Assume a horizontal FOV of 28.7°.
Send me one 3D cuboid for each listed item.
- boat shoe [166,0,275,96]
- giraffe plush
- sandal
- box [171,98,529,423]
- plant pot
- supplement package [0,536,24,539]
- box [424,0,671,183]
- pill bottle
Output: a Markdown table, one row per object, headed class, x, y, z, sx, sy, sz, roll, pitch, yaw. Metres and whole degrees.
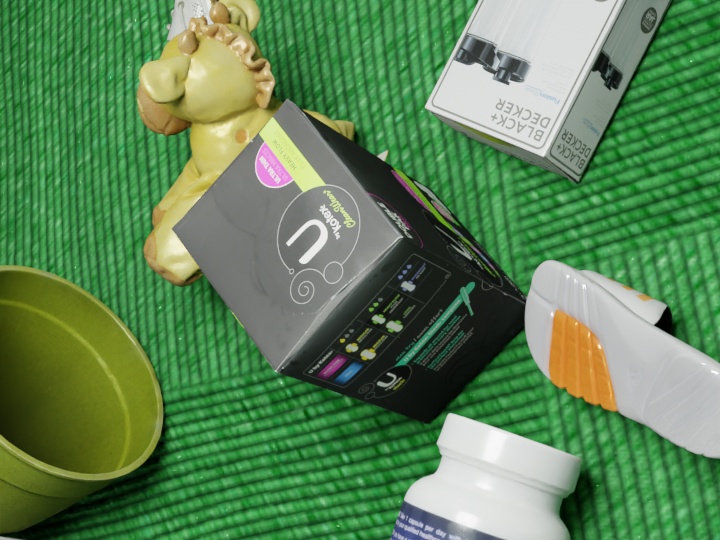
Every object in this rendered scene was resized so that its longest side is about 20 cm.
| class | x | y | z | sx | sy | sz | roll | pitch | yaw |
| --- | --- | --- | --- | --- | --- | --- | --- | --- | --- |
| boat shoe | -0.136 | -0.205 | 1.207 | 0.069 | 0.071 | 0.200 | -29 | 63 | 21 |
| giraffe plush | -0.104 | -0.110 | 1.066 | 0.200 | 0.162 | 0.173 | -27 | 24 | 18 |
| sandal | 0.188 | 0.060 | 0.921 | 0.207 | 0.059 | 0.079 | 36 | 122 | 46 |
| box | 0.000 | 0.000 | 0.976 | 0.124 | 0.200 | 0.149 | -47 | 56 | 12 |
| plant pot | -0.298 | 0.133 | 1.152 | 0.193 | 0.200 | 0.200 | -42 | 56 | 30 |
| supplement package | -0.284 | 0.325 | 1.113 | 0.117 | 0.117 | 0.200 | 29 | 92 | 35 |
| box | 0.146 | -0.178 | 1.021 | 0.117 | 0.060 | 0.200 | 29 | 92 | 36 |
| pill bottle | 0.070 | 0.202 | 0.920 | 0.116 | 0.116 | 0.200 | 15 | 85 | 35 |
